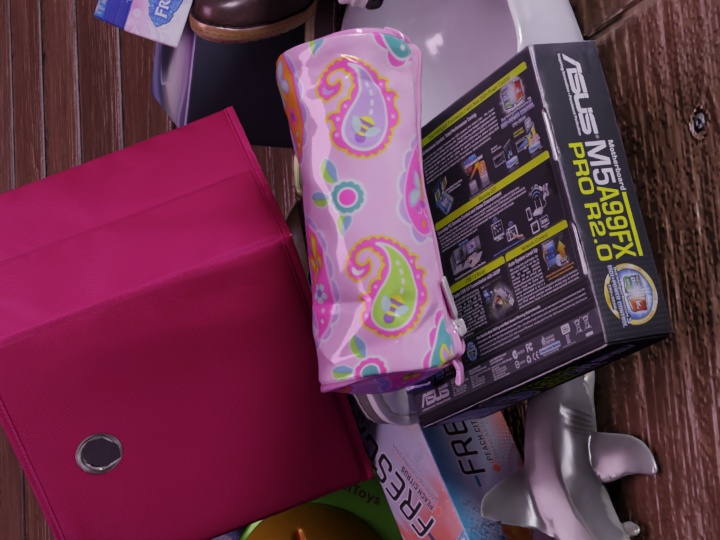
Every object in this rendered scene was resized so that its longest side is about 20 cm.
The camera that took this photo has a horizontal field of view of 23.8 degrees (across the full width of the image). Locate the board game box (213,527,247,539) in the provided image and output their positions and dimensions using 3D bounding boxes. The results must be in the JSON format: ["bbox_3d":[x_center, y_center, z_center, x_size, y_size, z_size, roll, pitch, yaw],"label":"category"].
[{"bbox_3d":[-0.093,0.168,1.306,0.201,0.061,0.200,-68,-11,20],"label":"board game box"}]

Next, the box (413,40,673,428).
[{"bbox_3d":[0.078,-0.013,0.935,0.200,0.044,0.161,-34,65,59],"label":"box"}]

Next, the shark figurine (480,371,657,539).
[{"bbox_3d":[0.116,0.137,0.939,0.215,0.089,0.129,-116,34,-49],"label":"shark figurine"}]

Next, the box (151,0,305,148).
[{"bbox_3d":[-0.088,-0.214,1.345,0.198,0.123,0.201,-135,50,-69],"label":"box"}]

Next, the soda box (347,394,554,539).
[{"bbox_3d":[0.049,0.109,1.070,0.064,0.068,0.201,-53,51,45],"label":"soda box"}]

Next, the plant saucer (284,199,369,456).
[{"bbox_3d":[0.009,0.031,1.199,0.200,0.032,0.201,20,116,49],"label":"plant saucer"}]

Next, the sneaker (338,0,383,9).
[{"bbox_3d":[-0.014,-0.263,1.043,0.076,0.077,0.201,-99,13,-86],"label":"sneaker"}]

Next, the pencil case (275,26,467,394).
[{"bbox_3d":[0.006,-0.030,0.937,0.087,0.087,0.201,164,98,-65],"label":"pencil case"}]

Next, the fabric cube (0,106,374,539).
[{"bbox_3d":[-0.128,0.047,1.099,0.200,0.199,0.197,-117,9,-59],"label":"fabric cube"}]

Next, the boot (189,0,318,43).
[{"bbox_3d":[-0.046,-0.256,1.115,0.072,0.200,0.167,26,138,31],"label":"boot"}]

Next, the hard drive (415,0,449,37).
[{"bbox_3d":[0.060,-0.259,1.156,0.200,0.026,0.132,119,144,-48],"label":"hard drive"}]

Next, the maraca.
[{"bbox_3d":[-0.024,0.212,1.219,0.107,0.137,0.201,-47,-24,-68],"label":"maraca"}]

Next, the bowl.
[{"bbox_3d":[0.067,-0.137,1.068,0.200,0.074,0.200,121,140,-47],"label":"bowl"}]

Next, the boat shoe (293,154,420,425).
[{"bbox_3d":[0.002,0.000,1.045,0.060,0.072,0.203,-27,68,50],"label":"boat shoe"}]

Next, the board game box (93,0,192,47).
[{"bbox_3d":[-0.130,-0.262,1.200,0.200,0.041,0.200,-146,74,-72],"label":"board game box"}]

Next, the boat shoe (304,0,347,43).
[{"bbox_3d":[0.008,-0.132,1.231,0.072,0.072,0.201,-4,85,52],"label":"boat shoe"}]
